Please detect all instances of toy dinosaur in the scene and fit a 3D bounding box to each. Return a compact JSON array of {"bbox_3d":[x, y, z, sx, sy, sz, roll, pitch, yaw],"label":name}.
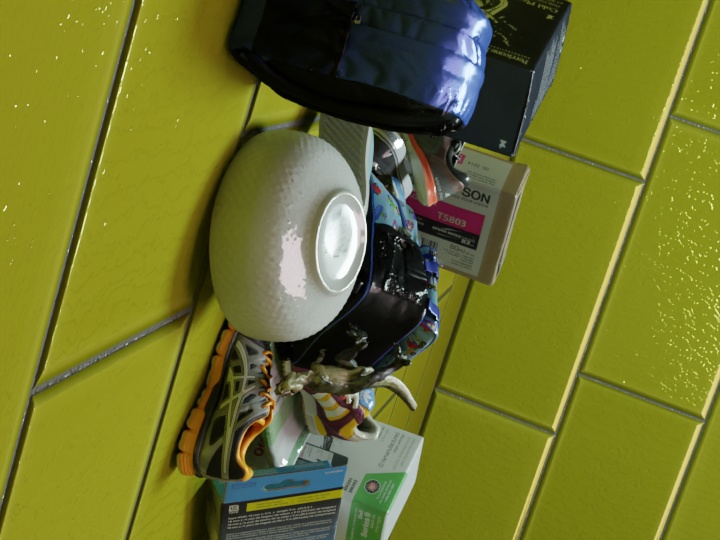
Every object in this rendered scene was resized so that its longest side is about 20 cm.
[{"bbox_3d":[0.000,0.104,1.524,0.088,0.198,0.048,-52,-135,32],"label":"toy dinosaur"}]

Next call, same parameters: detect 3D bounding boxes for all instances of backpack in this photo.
[{"bbox_3d":[0.014,-0.205,1.226,0.162,0.198,0.170,-9,119,-78],"label":"backpack"},{"bbox_3d":[0.000,0.000,1.592,0.183,0.134,0.202,-44,-145,41],"label":"backpack"}]

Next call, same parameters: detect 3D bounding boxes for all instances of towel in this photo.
[{"bbox_3d":[-0.080,0.129,1.731,0.150,0.030,0.202,-61,153,-49],"label":"towel"}]

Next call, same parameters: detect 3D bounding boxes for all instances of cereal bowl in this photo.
[{"bbox_3d":[-0.052,-0.029,1.356,0.200,0.083,0.203,-22,116,-57],"label":"cereal bowl"}]

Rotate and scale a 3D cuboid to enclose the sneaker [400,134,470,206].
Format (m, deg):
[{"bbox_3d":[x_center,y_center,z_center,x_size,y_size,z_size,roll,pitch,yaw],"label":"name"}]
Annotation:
[{"bbox_3d":[0.093,-0.171,1.862,0.077,0.081,0.202,74,2,-60],"label":"sneaker"}]

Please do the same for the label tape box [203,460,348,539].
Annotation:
[{"bbox_3d":[-0.099,0.270,1.674,0.201,0.143,0.064,101,-23,-43],"label":"label tape box"}]

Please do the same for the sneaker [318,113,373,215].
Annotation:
[{"bbox_3d":[-0.019,-0.084,1.517,0.082,0.073,0.202,67,35,-71],"label":"sneaker"}]

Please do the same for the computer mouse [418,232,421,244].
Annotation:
[{"bbox_3d":[0.034,-0.025,1.887,0.200,0.052,0.140,-6,94,-64],"label":"computer mouse"}]

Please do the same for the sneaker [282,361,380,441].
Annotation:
[{"bbox_3d":[-0.028,0.130,1.714,0.201,0.089,0.075,71,34,-52],"label":"sneaker"}]

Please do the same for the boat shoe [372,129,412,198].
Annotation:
[{"bbox_3d":[0.021,-0.119,1.845,0.066,0.070,0.200,-47,169,-12],"label":"boat shoe"}]

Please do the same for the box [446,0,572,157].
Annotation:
[{"bbox_3d":[0.126,-0.256,1.740,0.197,0.198,0.125,-59,164,-50],"label":"box"}]

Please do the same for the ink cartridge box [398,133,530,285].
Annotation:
[{"bbox_3d":[0.113,-0.090,1.989,0.075,0.198,0.166,-60,166,-46],"label":"ink cartridge box"}]

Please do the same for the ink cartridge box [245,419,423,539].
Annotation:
[{"bbox_3d":[-0.040,0.249,1.821,0.146,0.198,0.085,-59,162,-49],"label":"ink cartridge box"}]

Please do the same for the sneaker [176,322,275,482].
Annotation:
[{"bbox_3d":[-0.119,0.124,1.500,0.078,0.076,0.202,59,50,-75],"label":"sneaker"}]

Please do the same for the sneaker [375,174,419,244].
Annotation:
[{"bbox_3d":[0.041,-0.012,1.703,0.090,0.078,0.202,-19,103,-54],"label":"sneaker"}]
